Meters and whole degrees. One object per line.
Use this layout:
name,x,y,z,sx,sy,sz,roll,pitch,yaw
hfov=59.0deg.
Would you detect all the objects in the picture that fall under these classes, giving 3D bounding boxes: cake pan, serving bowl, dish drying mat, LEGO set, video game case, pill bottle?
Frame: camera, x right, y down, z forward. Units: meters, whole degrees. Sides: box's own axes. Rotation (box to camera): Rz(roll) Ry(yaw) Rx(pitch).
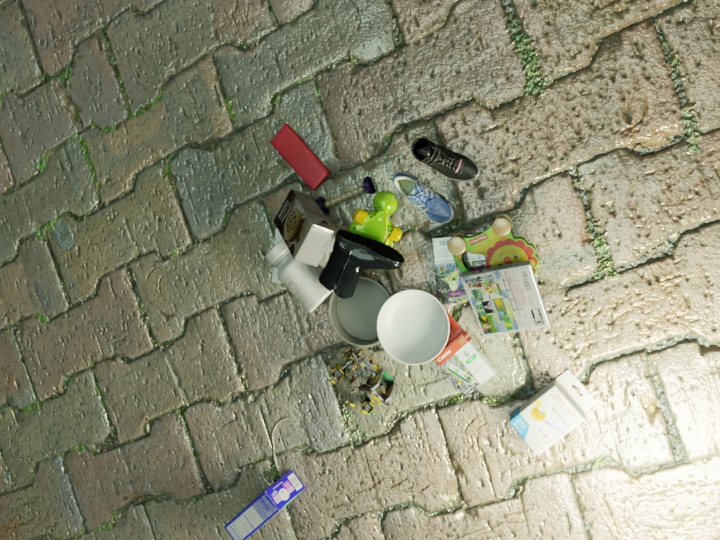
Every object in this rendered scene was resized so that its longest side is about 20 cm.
cake pan,0.006,0.116,1.812,0.197,0.037,0.204,2,97,20
serving bowl,0.145,0.150,1.728,0.197,0.066,0.203,1,92,12
dish drying mat,-0.174,-0.326,1.836,0.077,0.018,0.200,-45,80,18
LEGO set,0.003,0.321,1.777,0.153,0.116,0.201,-33,97,18
video game case,0.370,0.076,1.626,0.180,0.022,0.202,-11,121,26
pill bottle,-0.169,0.008,1.784,0.114,0.114,0.200,-43,89,19
video game case,0.295,-0.007,1.691,0.197,0.036,0.184,-6,95,21

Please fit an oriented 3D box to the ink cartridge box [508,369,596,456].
ink cartridge box,0.497,0.366,1.645,0.200,0.068,0.115,-45,81,19

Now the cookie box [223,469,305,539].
cookie box,-0.287,0.715,1.923,0.200,0.171,0.075,-44,78,20

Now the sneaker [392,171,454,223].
sneaker,0.162,-0.190,1.697,0.199,0.077,0.076,36,105,11

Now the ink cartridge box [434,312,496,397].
ink cartridge box,0.262,0.228,1.724,0.109,0.050,0.201,-42,82,20

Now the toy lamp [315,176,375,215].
toy lamp,-0.057,-0.202,1.787,0.198,0.058,0.059,-23,88,22

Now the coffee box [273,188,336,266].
coffee box,-0.154,-0.118,1.720,0.114,0.079,0.200,-59,37,20

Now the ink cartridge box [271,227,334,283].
ink cartridge box,-0.157,-0.034,1.858,0.197,0.057,0.165,7,99,4

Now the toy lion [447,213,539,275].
toy lion,0.345,-0.032,1.623,0.198,0.069,0.194,-22,97,21

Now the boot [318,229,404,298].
boot,0.000,0.000,1.691,0.198,0.077,0.170,20,118,0

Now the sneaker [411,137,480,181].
sneaker,0.213,-0.286,1.654,0.198,0.099,0.071,27,103,14

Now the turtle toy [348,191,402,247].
turtle toy,0.038,-0.121,1.736,0.144,0.101,0.202,26,107,-11
